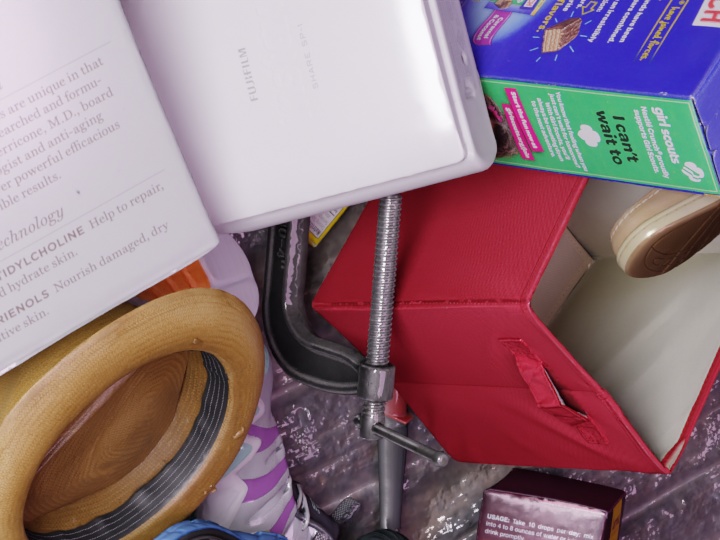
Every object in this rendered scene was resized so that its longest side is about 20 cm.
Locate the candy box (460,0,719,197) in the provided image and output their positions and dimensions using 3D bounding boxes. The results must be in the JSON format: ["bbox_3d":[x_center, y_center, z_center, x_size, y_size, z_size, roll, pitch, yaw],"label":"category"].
[{"bbox_3d":[0.148,-0.135,1.088,0.169,0.199,0.077,-53,133,-27],"label":"candy box"}]

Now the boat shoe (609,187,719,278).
[{"bbox_3d":[0.196,-0.058,1.114,0.200,0.065,0.071,-31,162,-43],"label":"boat shoe"}]

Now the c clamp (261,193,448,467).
[{"bbox_3d":[0.000,0.000,1.124,0.027,0.170,0.202,-4,98,-39],"label":"c clamp"}]

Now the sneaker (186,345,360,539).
[{"bbox_3d":[-0.055,0.137,1.223,0.139,0.078,0.201,5,111,-34],"label":"sneaker"}]

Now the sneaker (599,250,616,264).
[{"bbox_3d":[0.178,0.013,1.334,0.077,0.076,0.200,45,76,-15],"label":"sneaker"}]

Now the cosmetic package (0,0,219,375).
[{"bbox_3d":[-0.207,-0.077,1.006,0.166,0.167,0.201,-31,117,-19],"label":"cosmetic package"}]

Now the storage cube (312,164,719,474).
[{"bbox_3d":[0.113,0.004,1.192,0.171,0.179,0.201,47,57,-33],"label":"storage cube"}]

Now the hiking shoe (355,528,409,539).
[{"bbox_3d":[0.028,0.255,1.314,0.086,0.074,0.201,-21,123,-36],"label":"hiking shoe"}]

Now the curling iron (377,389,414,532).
[{"bbox_3d":[0.031,0.088,1.284,0.049,0.026,0.201,-2,106,-30],"label":"curling iron"}]

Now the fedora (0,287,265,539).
[{"bbox_3d":[-0.145,0.079,1.050,0.200,0.082,0.201,-31,141,-29],"label":"fedora"}]

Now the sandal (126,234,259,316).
[{"bbox_3d":[-0.156,0.022,1.130,0.206,0.059,0.080,-15,84,-36],"label":"sandal"}]

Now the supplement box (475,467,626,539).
[{"bbox_3d":[0.118,0.244,1.306,0.110,0.085,0.202,-5,104,-75],"label":"supplement box"}]

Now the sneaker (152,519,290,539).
[{"bbox_3d":[-0.079,0.192,1.098,0.071,0.083,0.199,-45,153,17],"label":"sneaker"}]

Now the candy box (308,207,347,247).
[{"bbox_3d":[-0.060,-0.114,1.169,0.102,0.026,0.200,-49,123,-6],"label":"candy box"}]

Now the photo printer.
[{"bbox_3d":[-0.040,-0.113,1.058,0.069,0.199,0.168,-22,99,-67],"label":"photo printer"}]
